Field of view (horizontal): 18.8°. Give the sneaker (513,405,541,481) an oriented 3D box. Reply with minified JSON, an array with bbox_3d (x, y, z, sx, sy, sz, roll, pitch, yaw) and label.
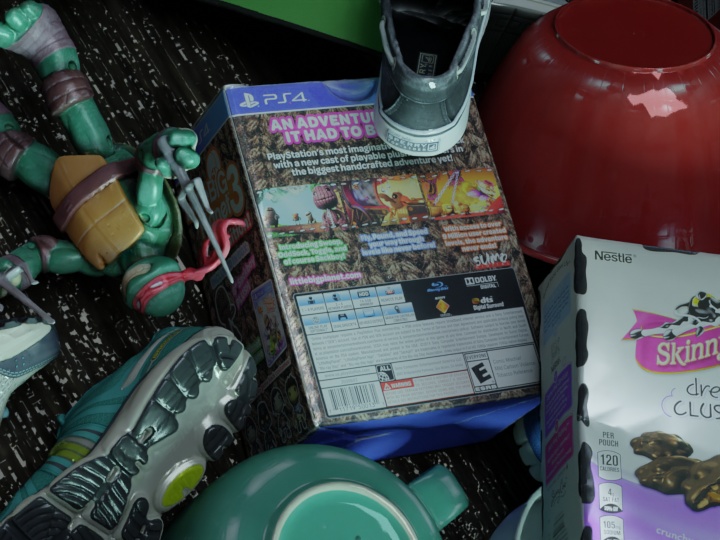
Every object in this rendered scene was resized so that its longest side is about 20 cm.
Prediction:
[{"bbox_3d":[0.193,0.084,1.290,0.199,0.089,0.079,-8,72,-31],"label":"sneaker"}]

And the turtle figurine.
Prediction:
[{"bbox_3d":[-0.147,-0.037,1.157,0.150,0.101,0.200,-39,71,7],"label":"turtle figurine"}]

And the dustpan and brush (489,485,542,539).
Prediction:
[{"bbox_3d":[0.095,0.181,1.175,0.199,0.057,0.140,2,66,-48],"label":"dustpan and brush"}]

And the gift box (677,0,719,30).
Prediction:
[{"bbox_3d":[0.334,-0.212,1.432,0.186,0.200,0.186,12,68,-22],"label":"gift box"}]

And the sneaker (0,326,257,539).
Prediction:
[{"bbox_3d":[-0.135,0.108,1.132,0.200,0.079,0.078,-46,121,-17],"label":"sneaker"}]

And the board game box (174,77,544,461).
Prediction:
[{"bbox_3d":[0.000,0.000,1.228,0.159,0.097,0.201,-6,71,-28],"label":"board game box"}]

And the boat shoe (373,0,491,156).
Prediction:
[{"bbox_3d":[0.040,-0.158,1.225,0.071,0.068,0.201,8,49,2],"label":"boat shoe"}]

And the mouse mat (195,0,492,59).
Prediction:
[{"bbox_3d":[-0.012,-0.194,1.302,0.199,0.008,0.161,20,51,11],"label":"mouse mat"}]

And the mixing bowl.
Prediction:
[{"bbox_3d":[0.155,-0.095,1.284,0.199,0.109,0.201,3,33,-2],"label":"mixing bowl"}]

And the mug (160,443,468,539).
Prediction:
[{"bbox_3d":[-0.023,0.155,1.136,0.151,0.114,0.186,27,59,-13],"label":"mug"}]

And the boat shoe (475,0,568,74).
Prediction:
[{"bbox_3d":[0.044,-0.172,1.344,0.201,0.075,0.065,7,60,-12],"label":"boat shoe"}]

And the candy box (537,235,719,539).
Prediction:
[{"bbox_3d":[0.184,0.093,1.158,0.167,0.072,0.201,6,64,-11],"label":"candy box"}]

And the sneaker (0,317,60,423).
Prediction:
[{"bbox_3d":[-0.228,0.095,1.102,0.200,0.077,0.087,-36,104,-31],"label":"sneaker"}]
